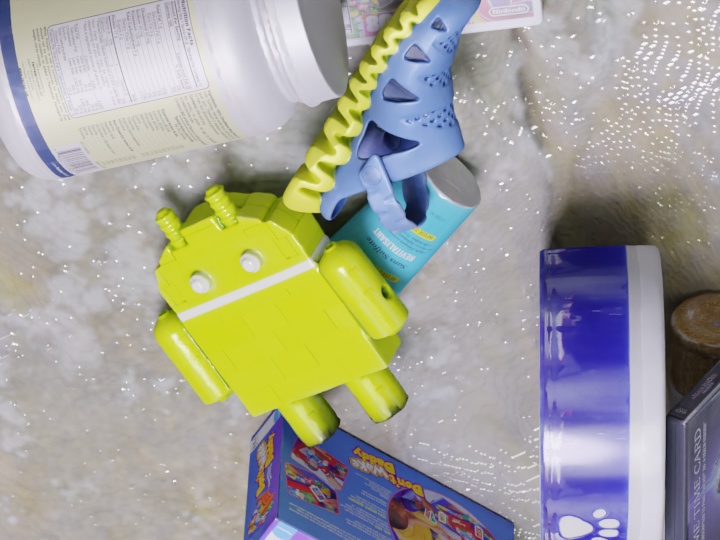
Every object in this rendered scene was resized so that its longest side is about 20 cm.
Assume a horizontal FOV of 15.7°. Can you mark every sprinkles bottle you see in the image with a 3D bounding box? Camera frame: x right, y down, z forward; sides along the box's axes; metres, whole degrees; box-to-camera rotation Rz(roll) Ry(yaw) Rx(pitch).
[{"bbox_3d":[0.243,0.114,1.794,0.068,0.068,0.201,-2,123,2],"label":"sprinkles bottle"}]

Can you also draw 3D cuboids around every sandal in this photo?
[{"bbox_3d":[0.030,-0.098,1.622,0.087,0.080,0.200,32,128,3],"label":"sandal"}]

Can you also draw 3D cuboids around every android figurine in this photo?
[{"bbox_3d":[-0.057,0.027,1.732,0.181,0.041,0.200,-20,116,34],"label":"android figurine"}]

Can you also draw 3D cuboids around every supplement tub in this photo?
[{"bbox_3d":[-0.119,-0.143,1.579,0.199,0.145,0.146,-12,123,12],"label":"supplement tub"}]

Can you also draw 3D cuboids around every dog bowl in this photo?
[{"bbox_3d":[0.155,0.084,1.696,0.078,0.200,0.201,0,124,4],"label":"dog bowl"}]

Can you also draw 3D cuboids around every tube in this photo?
[{"bbox_3d":[0.000,0.000,1.740,0.077,0.050,0.200,40,122,-6],"label":"tube"}]

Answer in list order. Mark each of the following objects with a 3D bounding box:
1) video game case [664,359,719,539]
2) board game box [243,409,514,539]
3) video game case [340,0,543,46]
[{"bbox_3d":[0.256,0.103,1.723,0.019,0.200,0.143,20,131,31],"label":"video game case"},{"bbox_3d":[0.015,0.187,1.808,0.199,0.135,0.045,30,119,-17],"label":"board game box"},{"bbox_3d":[0.031,-0.233,1.597,0.142,0.018,0.201,-6,123,6],"label":"video game case"}]
